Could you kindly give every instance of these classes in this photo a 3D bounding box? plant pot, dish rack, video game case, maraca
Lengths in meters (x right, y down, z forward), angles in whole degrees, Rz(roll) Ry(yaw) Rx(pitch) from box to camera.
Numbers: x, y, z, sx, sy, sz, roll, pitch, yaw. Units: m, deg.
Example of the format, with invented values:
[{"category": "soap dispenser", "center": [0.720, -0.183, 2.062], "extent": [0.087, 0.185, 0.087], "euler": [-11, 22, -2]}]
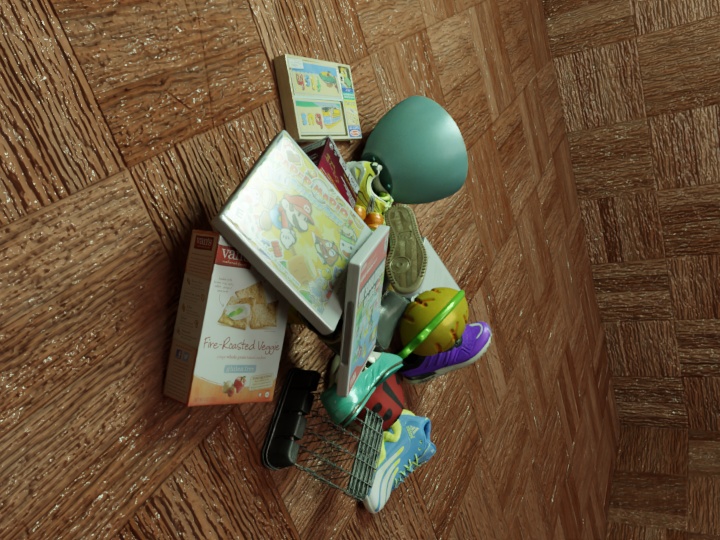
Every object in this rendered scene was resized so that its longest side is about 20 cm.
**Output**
[{"category": "plant pot", "center": [0.080, -0.202, 1.128], "extent": [0.135, 0.200, 0.201], "euler": [-32, 116, -25]}, {"category": "dish rack", "center": [-0.044, 0.253, 0.921], "extent": [0.200, 0.054, 0.154], "euler": [41, 52, -34]}, {"category": "video game case", "center": [0.004, 0.053, 0.837], "extent": [0.143, 0.017, 0.201], "euler": [-53, 153, -61]}, {"category": "video game case", "center": [-0.071, -0.050, 0.767], "extent": [0.200, 0.023, 0.182], "euler": [47, 44, -24]}, {"category": "maraca", "center": [0.118, 0.101, 1.071], "extent": [0.107, 0.137, 0.200], "euler": [43, 50, 8]}]

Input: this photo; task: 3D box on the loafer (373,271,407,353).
[{"category": "loafer", "center": [0.046, 0.061, 1.078], "extent": [0.073, 0.072, 0.200], "euler": [50, 32, -35]}]

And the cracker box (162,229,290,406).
[{"category": "cracker box", "center": [-0.155, 0.060, 0.748], "extent": [0.134, 0.058, 0.201], "euler": [10, 89, -51]}]

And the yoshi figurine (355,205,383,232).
[{"category": "yoshi figurine", "center": [-0.014, 0.002, 1.015], "extent": [0.112, 0.112, 0.201], "euler": [86, 4, -75]}]

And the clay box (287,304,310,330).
[{"category": "clay box", "center": [-0.117, -0.007, 0.878], "extent": [0.200, 0.047, 0.115], "euler": [52, 46, -44]}]

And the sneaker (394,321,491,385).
[{"category": "sneaker", "center": [0.152, 0.146, 1.172], "extent": [0.100, 0.200, 0.070], "euler": [50, 16, -34]}]

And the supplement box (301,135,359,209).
[{"category": "supplement box", "center": [-0.060, -0.110, 0.922], "extent": [0.109, 0.061, 0.200], "euler": [59, 24, -30]}]

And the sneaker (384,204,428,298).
[{"category": "sneaker", "center": [0.079, -0.008, 1.041], "extent": [0.113, 0.071, 0.200], "euler": [78, 7, -46]}]

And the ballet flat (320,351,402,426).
[{"category": "ballet flat", "center": [0.002, 0.158, 0.920], "extent": [0.070, 0.067, 0.200], "euler": [48, 31, 6]}]

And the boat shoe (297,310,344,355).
[{"category": "boat shoe", "center": [-0.048, 0.065, 0.856], "extent": [0.202, 0.072, 0.060], "euler": [68, 22, -44]}]

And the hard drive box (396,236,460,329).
[{"category": "hard drive box", "center": [0.126, 0.054, 1.243], "extent": [0.200, 0.077, 0.156], "euler": [50, 45, -42]}]

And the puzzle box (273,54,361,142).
[{"category": "puzzle box", "center": [-0.066, -0.285, 1.027], "extent": [0.200, 0.025, 0.134], "euler": [-23, 106, -58]}]

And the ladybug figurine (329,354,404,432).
[{"category": "ladybug figurine", "center": [0.020, 0.207, 1.048], "extent": [0.200, 0.072, 0.136], "euler": [51, 45, -43]}]

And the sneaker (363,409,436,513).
[{"category": "sneaker", "center": [0.072, 0.335, 1.084], "extent": [0.076, 0.105, 0.200], "euler": [57, 41, -38]}]

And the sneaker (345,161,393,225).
[{"category": "sneaker", "center": [0.021, -0.099, 1.095], "extent": [0.075, 0.076, 0.201], "euler": [-51, 129, -51]}]
